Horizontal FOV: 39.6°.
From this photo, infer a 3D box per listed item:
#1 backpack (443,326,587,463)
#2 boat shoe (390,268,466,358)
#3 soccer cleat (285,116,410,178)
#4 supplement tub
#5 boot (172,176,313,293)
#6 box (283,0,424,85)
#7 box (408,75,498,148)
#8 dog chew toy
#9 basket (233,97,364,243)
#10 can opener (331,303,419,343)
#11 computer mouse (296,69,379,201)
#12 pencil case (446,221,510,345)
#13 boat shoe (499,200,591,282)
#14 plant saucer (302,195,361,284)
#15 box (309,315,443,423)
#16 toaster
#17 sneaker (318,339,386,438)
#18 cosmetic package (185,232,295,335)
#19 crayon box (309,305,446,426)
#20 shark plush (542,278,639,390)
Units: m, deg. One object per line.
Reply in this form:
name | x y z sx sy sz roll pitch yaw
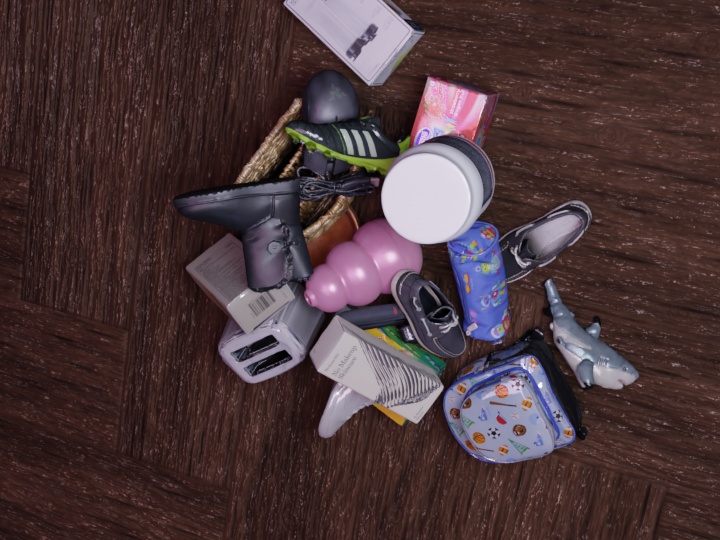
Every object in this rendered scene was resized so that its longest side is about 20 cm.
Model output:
backpack | 0.231 0.219 1.580 0.190 0.154 0.200 -23 95 33
boat shoe | 0.120 0.078 1.584 0.063 0.073 0.200 18 152 52
soccer cleat | -0.018 -0.199 1.494 0.200 0.068 0.081 16 90 -25
supplement tub | 0.112 -0.116 1.424 0.140 0.200 0.141 3 103 14
boot | -0.173 -0.047 1.511 0.200 0.076 0.168 -9 102 -18
box | -0.011 -0.402 1.594 0.200 0.060 0.117 44 111 8
box | 0.132 -0.195 1.560 0.102 0.095 0.200 22 107 14
dog chew toy | 0.000 0.000 1.597 0.200 0.125 0.125 -30 89 -19
basket | -0.089 -0.144 1.592 0.143 0.149 0.200 36 86 12
can opener | 0.050 0.075 1.610 0.063 0.200 0.079 -51 46 50
computer mouse | -0.038 -0.208 1.538 0.138 0.053 0.200 -6 101 -17
pencil case | 0.184 0.022 1.547 0.078 0.087 0.200 23 141 39
boat shoe | 0.270 -0.037 1.557 0.200 0.060 0.074 -31 94 24
plant saucer | -0.087 -0.050 1.706 0.200 0.032 0.201 4 102 20
box | 0.026 0.156 1.563 0.200 0.068 0.082 29 102 -24
toaster | -0.147 0.104 1.683 0.200 0.129 0.114 -24 117 29
sneaker | -0.003 0.204 1.643 0.088 0.075 0.200 25 111 -3
cosmetic package | -0.203 0.019 1.663 0.105 0.200 0.071 -39 123 -10
crayon box | 0.029 0.152 1.685 0.200 0.058 0.119 35 110 11
shark plush | 0.349 0.105 1.574 0.083 0.091 0.200 -32 66 4
